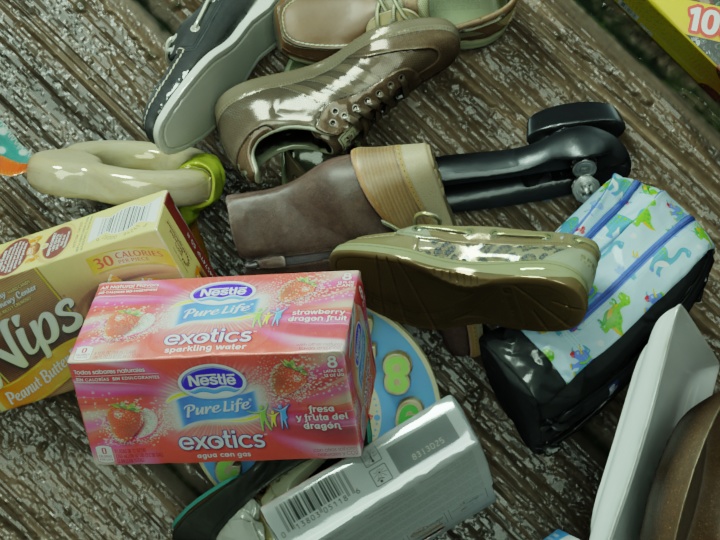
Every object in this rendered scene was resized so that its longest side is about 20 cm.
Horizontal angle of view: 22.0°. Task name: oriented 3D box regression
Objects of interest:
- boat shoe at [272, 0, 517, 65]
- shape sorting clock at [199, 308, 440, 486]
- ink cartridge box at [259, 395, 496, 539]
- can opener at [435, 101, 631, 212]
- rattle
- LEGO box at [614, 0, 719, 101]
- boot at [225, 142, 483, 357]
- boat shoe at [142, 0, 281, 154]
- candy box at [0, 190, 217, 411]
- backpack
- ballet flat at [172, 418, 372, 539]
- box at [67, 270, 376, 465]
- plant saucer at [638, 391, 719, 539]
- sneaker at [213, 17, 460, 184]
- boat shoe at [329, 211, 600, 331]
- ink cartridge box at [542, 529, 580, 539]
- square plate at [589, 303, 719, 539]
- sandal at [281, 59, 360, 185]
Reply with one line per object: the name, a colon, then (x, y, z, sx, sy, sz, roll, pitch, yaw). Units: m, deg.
boat shoe: (0.031, -0.208, 1.442, 0.198, 0.074, 0.076, -11, 83, -18)
shape sorting clock: (-0.037, 0.112, 1.429, 0.198, 0.039, 0.202, 1, 114, 2)
ink cartridge box: (0.020, 0.173, 1.380, 0.161, 0.200, 0.050, -31, 72, -3)
can opener: (0.118, -0.076, 1.471, 0.198, 0.079, 0.064, -15, 125, 1)
rattle: (-0.210, -0.039, 1.432, 0.198, 0.130, 0.144, -2, 124, -21)
LEGO box: (0.271, -0.260, 1.469, 0.200, 0.077, 0.149, 44, 87, 3)
boot: (0.000, 0.000, 1.429, 0.165, 0.073, 0.201, -17, 120, 8)
boat shoe: (-0.116, -0.173, 1.439, 0.060, 0.074, 0.201, 25, 63, 18)
candy box: (-0.210, 0.025, 1.398, 0.199, 0.055, 0.116, -16, 122, 18)
backpack: (0.181, 0.025, 1.409, 0.199, 0.163, 0.154, -31, 70, -4)
ballet flat: (-0.066, 0.169, 1.392, 0.200, 0.068, 0.069, -43, 61, 25)
box: (-0.095, 0.068, 1.318, 0.198, 0.103, 0.095, -2, 124, 11)
plant saucer: (0.247, 0.179, 1.387, 0.036, 0.200, 0.202, 15, 85, 23)
sneaker: (-0.010, -0.124, 1.410, 0.199, 0.071, 0.076, -21, 66, 3)
boat shoe: (0.075, 0.000, 1.343, 0.198, 0.074, 0.063, 8, 49, 21)
ink cartridge box: (0.100, 0.289, 1.391, 0.199, 0.145, 0.085, -34, 87, -3)
square plate: (0.217, 0.139, 1.380, 0.028, 0.200, 0.200, 14, 79, 22)
sandal: (-0.029, -0.080, 1.460, 0.079, 0.057, 0.203, -9, 91, -1)
